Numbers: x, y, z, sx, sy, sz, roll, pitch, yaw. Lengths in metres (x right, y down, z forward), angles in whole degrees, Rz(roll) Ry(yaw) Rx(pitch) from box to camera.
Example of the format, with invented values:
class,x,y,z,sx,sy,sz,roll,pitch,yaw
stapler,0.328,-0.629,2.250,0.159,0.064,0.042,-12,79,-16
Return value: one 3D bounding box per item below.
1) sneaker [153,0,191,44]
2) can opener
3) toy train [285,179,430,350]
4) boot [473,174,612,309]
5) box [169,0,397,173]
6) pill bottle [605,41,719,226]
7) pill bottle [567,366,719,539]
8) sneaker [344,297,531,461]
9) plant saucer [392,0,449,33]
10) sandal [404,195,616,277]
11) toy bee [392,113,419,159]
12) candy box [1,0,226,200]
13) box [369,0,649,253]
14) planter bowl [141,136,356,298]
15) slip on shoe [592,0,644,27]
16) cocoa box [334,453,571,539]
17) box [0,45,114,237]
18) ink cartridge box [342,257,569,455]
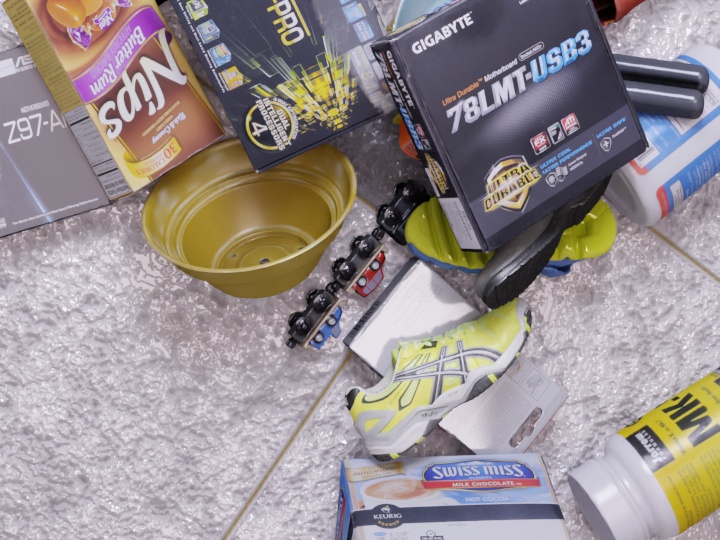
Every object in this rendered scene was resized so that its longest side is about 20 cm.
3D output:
class,x,y,z,sx,sy,sz,roll,pitch,yaw
sneaker,-0.118,-0.236,1.416,0.199,0.074,0.088,32,87,-4
can opener,0.219,-0.185,1.406,0.198,0.067,0.054,10,66,17
toy train,0.000,0.000,1.462,0.046,0.034,0.201,41,85,-20
boot,0.131,-0.064,1.398,0.130,0.068,0.200,35,62,15
box,-0.064,-0.209,1.346,0.160,0.049,0.202,-23,104,12
pill bottle,0.317,-0.144,1.467,0.199,0.112,0.113,-38,97,-6
pill bottle,0.307,0.185,1.474,0.199,0.114,0.115,-31,96,-7
sneaker,0.073,0.087,1.404,0.200,0.075,0.077,-40,97,-7
plant saucer,0.107,-0.187,1.350,0.199,0.039,0.204,-1,93,-27
sandal,0.139,-0.026,1.456,0.197,0.087,0.080,4,70,-5
toy bee,0.083,-0.192,1.432,0.108,0.130,0.203,14,78,-33
candy box,-0.220,-0.180,1.380,0.116,0.056,0.201,-36,105,-32
box,0.132,-0.148,1.318,0.199,0.050,0.200,-31,106,-22
planter bowl,-0.095,-0.034,1.397,0.198,0.201,0.084,-18,130,-8
slip on shoe,0.244,-0.267,1.465,0.198,0.074,0.062,-22,51,-4
cocoa box,0.080,0.261,1.411,0.197,0.132,0.135,-1,124,-9
box,-0.341,-0.110,1.398,0.198,0.044,0.162,-16,94,-8
ink cartridge box,0.092,0.094,1.470,0.200,0.050,0.109,41,85,-9
